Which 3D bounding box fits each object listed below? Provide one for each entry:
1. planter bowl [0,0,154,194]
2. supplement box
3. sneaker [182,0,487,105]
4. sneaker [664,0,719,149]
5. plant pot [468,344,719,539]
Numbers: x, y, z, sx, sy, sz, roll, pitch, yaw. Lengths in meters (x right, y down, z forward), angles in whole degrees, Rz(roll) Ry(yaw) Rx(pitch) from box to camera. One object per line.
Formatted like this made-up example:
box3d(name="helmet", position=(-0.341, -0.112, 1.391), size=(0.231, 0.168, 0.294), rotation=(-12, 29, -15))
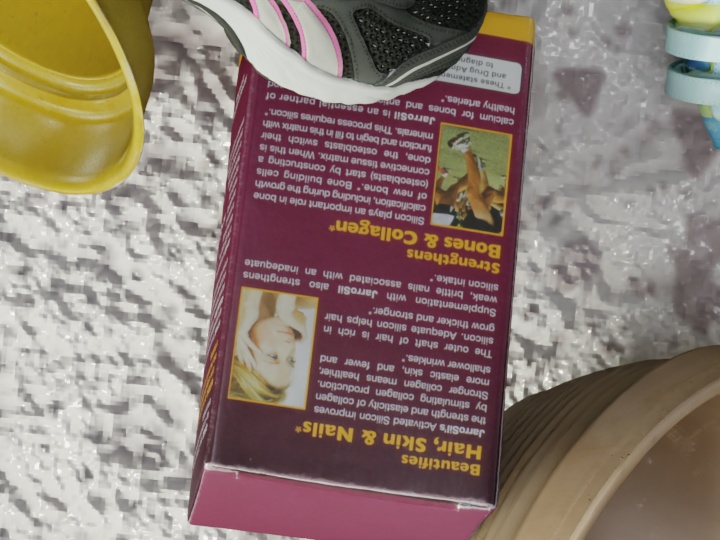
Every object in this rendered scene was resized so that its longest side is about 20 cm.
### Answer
box3d(name="planter bowl", position=(-0.138, -0.130, 1.115), size=(0.200, 0.200, 0.083), rotation=(48, 61, -14))
box3d(name="supplement box", position=(0.000, 0.000, 1.134), size=(0.110, 0.086, 0.201), rotation=(8, 71, -6))
box3d(name="sneaker", position=(-0.021, -0.120, 1.041), size=(0.200, 0.081, 0.086), rotation=(14, 148, -42))
box3d(name="sneaker", position=(0.126, -0.121, 1.162), size=(0.199, 0.080, 0.131), rotation=(17, 102, -8))
box3d(name="plant pot", position=(0.095, 0.113, 1.197), size=(0.201, 0.093, 0.201), rotation=(-30, 134, -37))
